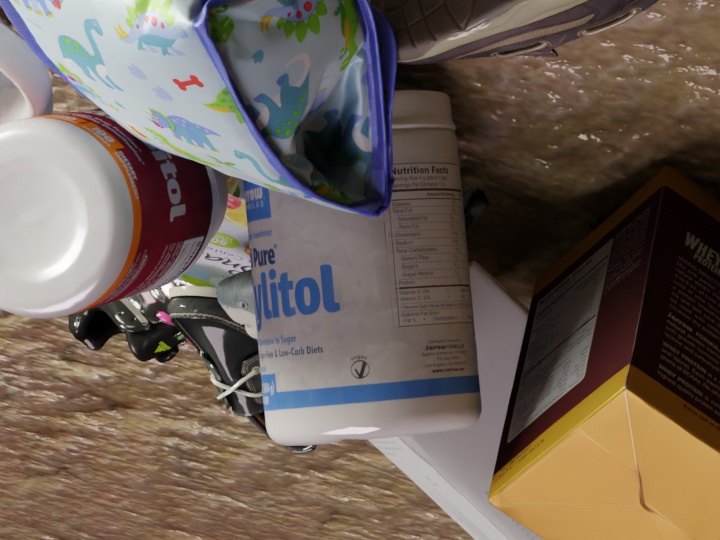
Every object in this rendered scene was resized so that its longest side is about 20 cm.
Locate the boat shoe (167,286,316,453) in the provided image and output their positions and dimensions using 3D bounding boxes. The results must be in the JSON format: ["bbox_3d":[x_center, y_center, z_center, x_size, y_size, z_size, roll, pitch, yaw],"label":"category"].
[{"bbox_3d":[-0.073,0.065,1.932,0.072,0.068,0.200,-1,155,25],"label":"boat shoe"}]

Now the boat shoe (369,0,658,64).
[{"bbox_3d":[0.081,-0.138,1.474,0.073,0.075,0.200,29,157,-33],"label":"boat shoe"}]

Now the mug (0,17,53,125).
[{"bbox_3d":[-0.269,-0.124,1.644,0.200,0.148,0.175,5,149,36],"label":"mug"}]

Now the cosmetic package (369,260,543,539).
[{"bbox_3d":[0.093,0.106,1.840,0.200,0.123,0.199,42,174,-2],"label":"cosmetic package"}]

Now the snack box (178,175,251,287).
[{"bbox_3d":[-0.056,-0.034,1.850,0.200,0.068,0.169,19,157,-10],"label":"snack box"}]

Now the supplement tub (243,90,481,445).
[{"bbox_3d":[0.000,0.000,1.662,0.132,0.201,0.132,-6,177,0],"label":"supplement tub"}]

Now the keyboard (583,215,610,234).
[{"bbox_3d":[0.225,-0.018,1.771,0.127,0.021,0.200,24,157,-29],"label":"keyboard"}]

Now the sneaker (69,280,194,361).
[{"bbox_3d":[-0.129,0.026,2.008,0.199,0.088,0.074,4,157,27],"label":"sneaker"}]

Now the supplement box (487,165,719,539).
[{"bbox_3d":[0.206,0.086,1.676,0.197,0.200,0.133,34,131,-16],"label":"supplement box"}]

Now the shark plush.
[{"bbox_3d":[-0.004,0.004,1.752,0.200,0.091,0.083,-29,97,45],"label":"shark plush"}]

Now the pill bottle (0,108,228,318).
[{"bbox_3d":[-0.151,-0.038,1.631,0.113,0.113,0.200,8,-171,16],"label":"pill bottle"}]

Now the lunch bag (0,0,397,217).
[{"bbox_3d":[-0.077,-0.118,1.486,0.170,0.127,0.200,21,150,37],"label":"lunch bag"}]
